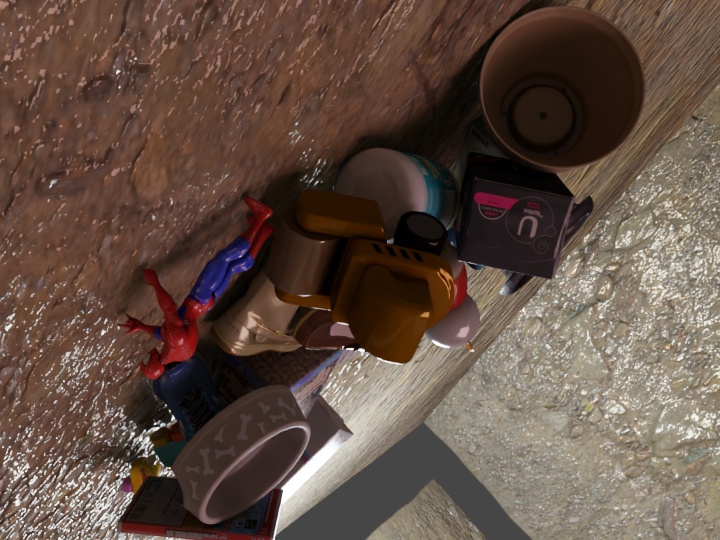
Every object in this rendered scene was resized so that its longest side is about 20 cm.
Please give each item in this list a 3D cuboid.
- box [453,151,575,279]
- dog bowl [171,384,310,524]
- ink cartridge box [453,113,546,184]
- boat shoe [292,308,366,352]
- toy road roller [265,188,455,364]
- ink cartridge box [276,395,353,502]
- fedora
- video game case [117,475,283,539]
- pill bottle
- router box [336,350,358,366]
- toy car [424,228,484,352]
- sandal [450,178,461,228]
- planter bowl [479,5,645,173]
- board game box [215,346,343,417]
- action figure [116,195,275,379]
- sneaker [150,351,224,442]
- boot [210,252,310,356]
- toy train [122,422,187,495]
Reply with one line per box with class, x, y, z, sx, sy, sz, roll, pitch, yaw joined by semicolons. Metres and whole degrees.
box;0.188;-0.077;0.967;0.200;0.121;0.107;-73;174;-72
dog bowl;-0.147;0.238;0.962;0.200;0.059;0.201;-38;154;-22
ink cartridge box;0.208;-0.168;1.125;0.059;0.104;0.201;-36;162;-25
boat shoe;0.002;0.071;1.001;0.199;0.068;0.072;-8;136;-42
toy road roller;0.003;0.013;0.799;0.198;0.147;0.124;11;127;-13
ink cartridge box;-0.136;0.311;1.387;0.200;0.145;0.145;-42;163;-5
fedora;0.263;-0.059;1.172;0.200;0.092;0.201;-41;164;-14
video game case;-0.209;0.323;1.023;0.143;0.198;0.018;-94;-170;-82
pill bottle;0.057;-0.091;0.949;0.111;0.111;0.200;-50;163;20
router box;-0.035;0.101;1.290;0.179;0.049;0.201;-26;155;-46
toy car;0.124;0.049;1.203;0.183;0.177;0.201;-32;117;-10
sandal;0.086;-0.074;1.149;0.200;0.080;0.087;-43;-158;-30
planter bowl;0.245;-0.215;0.973;0.200;0.200;0.135;-43;175;-2
board game box;-0.135;0.179;1.117;0.159;0.097;0.201;-32;156;-49
action figure;-0.175;0.010;0.752;0.065;0.098;0.201;92;24;-64
sneaker;-0.202;0.180;0.972;0.078;0.089;0.201;-37;139;-20
boot;-0.086;0.028;0.972;0.156;0.073;0.199;-52;157;21
toy train;-0.264;0.301;1.125;0.201;0.149;0.056;-58;-165;26
